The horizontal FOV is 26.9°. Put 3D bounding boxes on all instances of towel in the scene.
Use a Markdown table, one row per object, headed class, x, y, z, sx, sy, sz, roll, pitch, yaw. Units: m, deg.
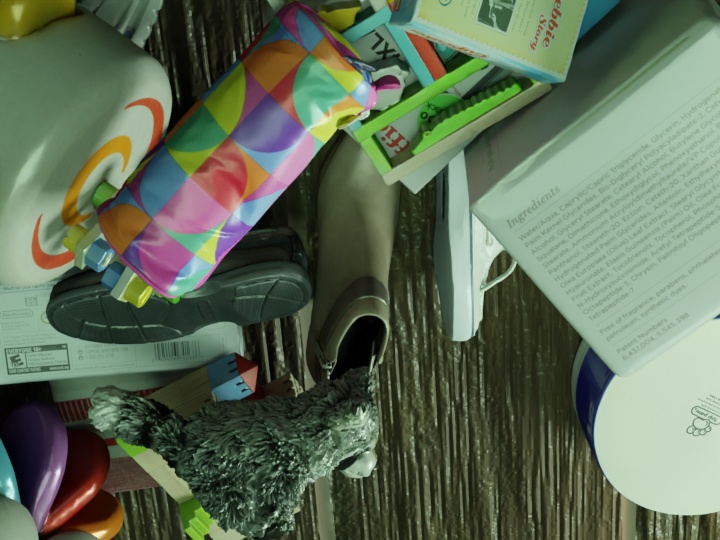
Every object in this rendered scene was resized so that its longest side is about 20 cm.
| class | x | y | z | sx | sy | sz | roll | pitch | yaw |
| --- | --- | --- | --- | --- | --- | --- | --- | --- | --- |
| towel | -0.186 | 0.094 | 1.251 | 0.142 | 0.023 | 0.202 | -9 | 118 | 1 |

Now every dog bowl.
| class | x | y | z | sx | sy | sz | roll | pitch | yaw |
| --- | --- | --- | --- | --- | --- | --- | --- | --- | --- |
| dog bowl | 0.282 | 0.105 | 1.273 | 0.197 | 0.079 | 0.203 | -2 | 119 | -4 |

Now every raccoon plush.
| class | x | y | z | sx | sy | sz | roll | pitch | yaw |
| --- | --- | --- | --- | --- | --- | --- | --- | --- | --- |
| raccoon plush | -0.080 | 0.106 | 1.067 | 0.198 | 0.097 | 0.135 | 24 | 118 | -25 |

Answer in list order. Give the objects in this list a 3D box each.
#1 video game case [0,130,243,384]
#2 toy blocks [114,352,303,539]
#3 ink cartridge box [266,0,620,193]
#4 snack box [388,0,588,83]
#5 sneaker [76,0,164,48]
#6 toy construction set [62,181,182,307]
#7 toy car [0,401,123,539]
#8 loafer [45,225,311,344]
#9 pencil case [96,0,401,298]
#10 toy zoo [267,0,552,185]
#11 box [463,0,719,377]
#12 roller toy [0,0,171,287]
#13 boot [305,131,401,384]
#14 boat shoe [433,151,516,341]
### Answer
| class | x | y | z | sx | sy | sz | roll | pitch | yaw |
| --- | --- | --- | --- | --- | --- | --- | --- | --- | --- |
| video game case | -0.195 | -0.011 | 1.161 | 0.197 | 0.046 | 0.184 | -4 | 109 | -4 |
| toy blocks | -0.090 | 0.138 | 1.198 | 0.135 | 0.101 | 0.201 | -27 | 135 | 8 |
| ink cartridge box | 0.051 | -0.192 | 1.046 | 0.146 | 0.147 | 0.200 | 39 | 109 | -23 |
| snack box | 0.099 | -0.229 | 0.922 | 0.115 | 0.037 | 0.203 | 16 | 90 | -25 |
| sneaker | -0.157 | -0.246 | 1.034 | 0.081 | 0.075 | 0.202 | 17 | 116 | -17 |
| toy construction set | -0.115 | -0.059 | 1.045 | 0.200 | 0.131 | 0.092 | -42 | 77 | -9 |
| toy car | -0.273 | 0.181 | 1.202 | 0.199 | 0.174 | 0.151 | 36 | 86 | -43 |
| loafer | -0.135 | 0.008 | 1.127 | 0.197 | 0.064 | 0.072 | -7 | 141 | 1 |
| pencil case | -0.072 | -0.074 | 0.929 | 0.200 | 0.089 | 0.088 | -44 | 115 | 8 |
| toy zoo | 0.021 | -0.166 | 0.961 | 0.130 | 0.021 | 0.201 | -29 | 116 | 11 |
| box | 0.194 | -0.080 | 1.029 | 0.199 | 0.200 | 0.172 | -37 | 110 | 18 |
| roller toy | -0.230 | -0.097 | 1.014 | 0.139 | 0.200 | 0.183 | 35 | 80 | 10 |
| boot | 0.000 | 0.000 | 1.146 | 0.069 | 0.147 | 0.202 | 5 | 118 | -9 |
| boat shoe | 0.104 | -0.042 | 1.184 | 0.085 | 0.075 | 0.205 | -4 | 110 | -8 |
